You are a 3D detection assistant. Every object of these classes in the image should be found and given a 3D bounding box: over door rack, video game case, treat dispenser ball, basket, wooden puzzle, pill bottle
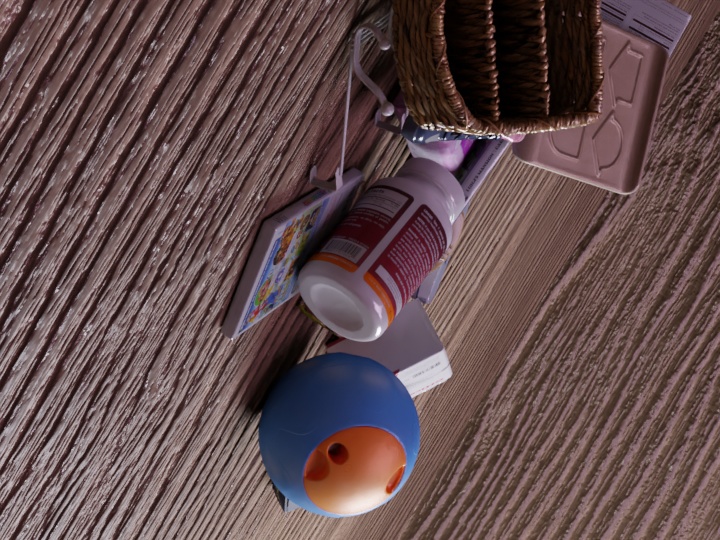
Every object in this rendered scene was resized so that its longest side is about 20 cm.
[{"bbox_3d":[0.032,-0.180,1.428,0.148,0.066,0.201,-44,160,-45],"label":"over door rack"},{"bbox_3d":[0.133,-0.143,1.765,0.182,0.023,0.200,-56,-167,13],"label":"video game case"},{"bbox_3d":[-0.026,0.202,1.771,0.201,0.200,0.201,-53,166,-20],"label":"treat dispenser ball"},{"bbox_3d":[0.124,-0.226,1.311,0.142,0.148,0.201,-18,112,-43],"label":"basket"},{"bbox_3d":[-0.070,-0.021,1.519,0.200,0.018,0.144,-37,156,-57],"label":"video game case"},{"bbox_3d":[0.265,-0.199,1.687,0.199,0.046,0.186,13,90,-36],"label":"wooden puzzle"},{"bbox_3d":[0.029,-0.028,1.576,0.200,0.113,0.113,-50,165,-29],"label":"pill bottle"}]

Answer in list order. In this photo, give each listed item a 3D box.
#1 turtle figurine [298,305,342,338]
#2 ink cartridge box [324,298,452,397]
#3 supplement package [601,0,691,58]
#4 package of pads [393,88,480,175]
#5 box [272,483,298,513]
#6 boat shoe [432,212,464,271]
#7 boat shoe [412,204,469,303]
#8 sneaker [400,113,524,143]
[{"bbox_3d":[0.000,0.000,1.712,0.162,0.064,0.200,-57,167,-4],"label":"turtle figurine"},{"bbox_3d":[0.042,0.126,1.987,0.146,0.083,0.200,-27,164,-1],"label":"ink cartridge box"},{"bbox_3d":[0.288,-0.272,1.831,0.201,0.146,0.191,-62,-170,9],"label":"supplement package"},{"bbox_3d":[0.099,-0.189,1.628,0.121,0.075,0.200,-58,167,-6],"label":"package of pads"},{"bbox_3d":[-0.026,0.261,2.031,0.199,0.051,0.158,-22,157,-16],"label":"box"},{"bbox_3d":[0.055,-0.017,1.877,0.200,0.071,0.069,-50,-152,12],"label":"boat shoe"},{"bbox_3d":[0.098,-0.058,1.938,0.074,0.065,0.201,59,52,-76],"label":"boat shoe"},{"bbox_3d":[0.128,-0.163,1.483,0.200,0.082,0.070,-28,156,-39],"label":"sneaker"}]
